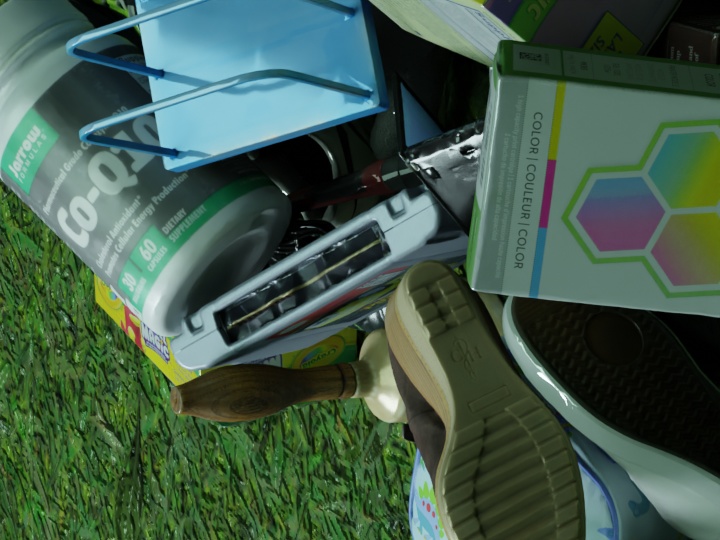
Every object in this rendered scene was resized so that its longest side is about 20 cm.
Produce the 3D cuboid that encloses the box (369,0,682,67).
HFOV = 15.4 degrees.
[{"bbox_3d":[0.087,-0.196,1.323,0.176,0.097,0.200,-56,35,-3],"label":"box"}]

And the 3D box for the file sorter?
[{"bbox_3d":[-0.088,-0.172,1.424,0.138,0.123,0.201,-15,79,25],"label":"file sorter"}]

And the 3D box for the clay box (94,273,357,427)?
[{"bbox_3d":[-0.085,0.030,1.746,0.200,0.115,0.048,39,138,52],"label":"clay box"}]

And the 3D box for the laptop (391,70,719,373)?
[{"bbox_3d":[0.112,-0.033,1.355,0.200,0.103,0.177,-20,119,48],"label":"laptop"}]

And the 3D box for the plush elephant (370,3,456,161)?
[{"bbox_3d":[-0.021,-0.180,1.550,0.155,0.164,0.200,59,138,44],"label":"plush elephant"}]

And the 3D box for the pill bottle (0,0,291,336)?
[{"bbox_3d":[-0.145,-0.066,1.562,0.200,0.113,0.113,44,138,16],"label":"pill bottle"}]

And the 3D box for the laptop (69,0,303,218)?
[{"bbox_3d":[-0.101,-0.136,1.746,0.187,0.116,0.201,-12,112,25],"label":"laptop"}]

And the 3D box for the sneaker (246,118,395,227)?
[{"bbox_3d":[-0.056,-0.112,1.621,0.074,0.088,0.200,-38,89,29],"label":"sneaker"}]

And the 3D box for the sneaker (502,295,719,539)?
[{"bbox_3d":[0.143,0.084,1.311,0.200,0.073,0.085,39,150,3],"label":"sneaker"}]

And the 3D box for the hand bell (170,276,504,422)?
[{"bbox_3d":[-0.016,0.065,1.543,0.104,0.199,0.105,18,111,58],"label":"hand bell"}]

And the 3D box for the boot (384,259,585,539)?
[{"bbox_3d":[0.066,0.100,1.361,0.166,0.072,0.201,80,172,-69],"label":"boot"}]

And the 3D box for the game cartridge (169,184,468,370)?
[{"bbox_3d":[0.000,0.000,1.527,0.200,0.133,0.041,-30,84,31],"label":"game cartridge"}]

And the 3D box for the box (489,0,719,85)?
[{"bbox_3d":[0.146,-0.088,1.348,0.200,0.075,0.101,24,117,56],"label":"box"}]

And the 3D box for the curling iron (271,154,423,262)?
[{"bbox_3d":[0.023,-0.047,1.553,0.200,0.026,0.050,-23,106,31],"label":"curling iron"}]

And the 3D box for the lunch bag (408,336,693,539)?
[{"bbox_3d":[0.108,0.132,1.451,0.200,0.082,0.161,45,134,49],"label":"lunch bag"}]

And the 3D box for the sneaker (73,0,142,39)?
[{"bbox_3d":[-0.151,-0.172,1.601,0.200,0.082,0.072,-136,42,-67],"label":"sneaker"}]

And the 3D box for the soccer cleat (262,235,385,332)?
[{"bbox_3d":[-0.050,0.000,1.658,0.199,0.081,0.068,21,122,27],"label":"soccer cleat"}]

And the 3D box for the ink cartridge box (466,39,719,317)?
[{"bbox_3d":[0.153,-0.038,1.210,0.059,0.199,0.104,-85,2,-68],"label":"ink cartridge box"}]
